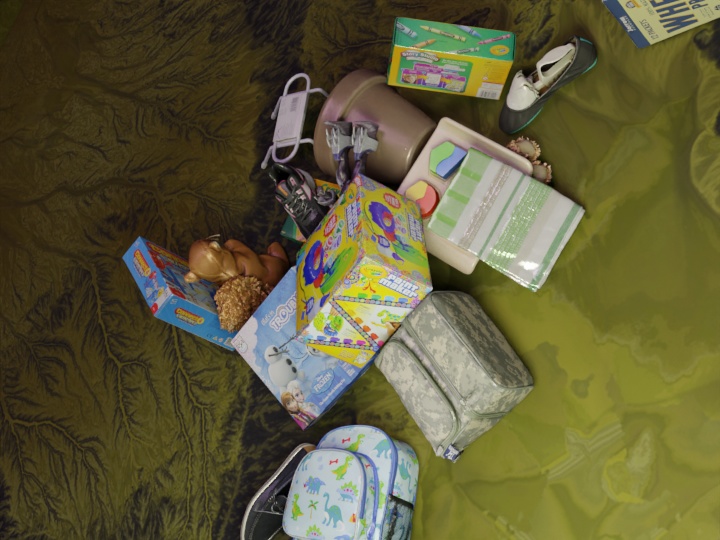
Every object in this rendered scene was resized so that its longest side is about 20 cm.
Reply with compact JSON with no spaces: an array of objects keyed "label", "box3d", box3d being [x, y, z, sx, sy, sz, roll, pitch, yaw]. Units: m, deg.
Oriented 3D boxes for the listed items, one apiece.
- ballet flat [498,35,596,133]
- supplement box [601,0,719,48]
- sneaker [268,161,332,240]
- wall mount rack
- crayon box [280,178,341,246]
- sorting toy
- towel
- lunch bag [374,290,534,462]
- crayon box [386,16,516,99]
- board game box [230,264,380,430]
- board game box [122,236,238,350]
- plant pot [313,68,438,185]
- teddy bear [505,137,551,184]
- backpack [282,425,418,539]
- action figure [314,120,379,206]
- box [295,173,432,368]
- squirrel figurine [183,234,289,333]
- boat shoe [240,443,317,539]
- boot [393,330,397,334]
[{"label":"ballet flat","box3d":[0.289,-0.308,1.627,0.200,0.068,0.068,-42,47,17]},{"label":"supplement box","box3d":[0.472,-0.480,1.508,0.199,0.134,0.201,-17,57,35]},{"label":"sneaker","box3d":[-0.111,-0.119,1.763,0.080,0.086,0.200,-50,45,11]},{"label":"wall mount rack","box3d":[-0.141,-0.285,2.001,0.173,0.074,0.201,-6,64,36]},{"label":"crayon box","box3d":[-0.042,-0.088,1.801,0.199,0.058,0.119,18,81,46]},{"label":"sorting toy","box3d":[0.148,-0.121,1.581,0.185,0.036,0.201,33,95,28]},{"label":"towel","box3d":[0.218,-0.078,1.522,0.199,0.031,0.150,31,88,11]},{"label":"lunch bag","box3d":[0.128,0.153,1.457,0.168,0.139,0.200,-48,65,26]},{"label":"crayon box","box3d":[0.148,-0.350,1.667,0.199,0.119,0.059,8,68,-1]},{"label":"board game box","box3d":[-0.093,0.127,1.650,0.199,0.043,0.200,49,122,12]},{"label":"board game box","box3d":[-0.329,0.044,1.896,0.056,0.200,0.196,-50,45,10]},{"label":"plant pot","box3d":[0.046,-0.228,1.740,0.174,0.200,0.201,27,87,27]},{"label":"teddy bear","box3d":[0.214,-0.129,1.610,0.200,0.067,0.145,-47,61,10]},{"label":"backpack","box3d":[-0.010,0.333,1.497,0.182,0.147,0.201,-3,63,38]},{"label":"action figure","box3d":[-0.018,-0.143,1.649,0.130,0.069,0.201,3,94,35]},{"label":"box","box3d":[0.000,0.000,1.529,0.193,0.122,0.201,-50,27,31]},{"label":"squirrel figurine","box3d":[-0.223,0.018,1.824,0.141,0.186,0.200,-43,46,15]},{"label":"boat shoe","box3d":[-0.124,0.374,1.629,0.200,0.075,0.062,-53,38,-1]},{"label":"boot","box3d":[-0.007,0.095,1.675,0.153,0.073,0.205,12,78,41]}]
